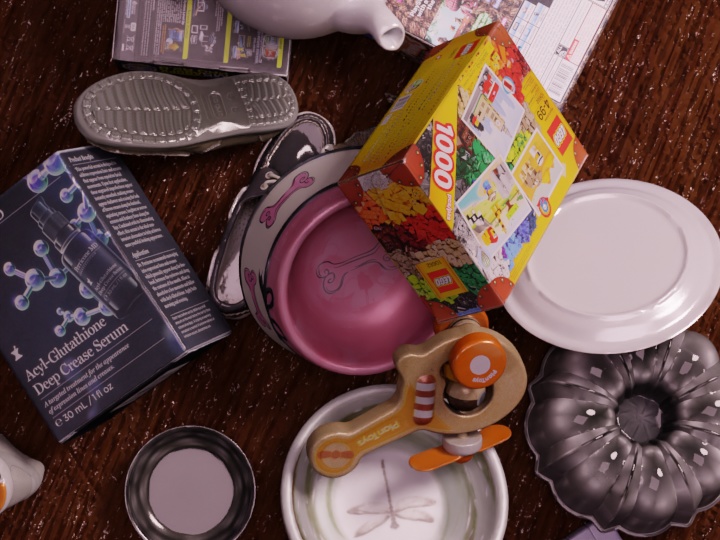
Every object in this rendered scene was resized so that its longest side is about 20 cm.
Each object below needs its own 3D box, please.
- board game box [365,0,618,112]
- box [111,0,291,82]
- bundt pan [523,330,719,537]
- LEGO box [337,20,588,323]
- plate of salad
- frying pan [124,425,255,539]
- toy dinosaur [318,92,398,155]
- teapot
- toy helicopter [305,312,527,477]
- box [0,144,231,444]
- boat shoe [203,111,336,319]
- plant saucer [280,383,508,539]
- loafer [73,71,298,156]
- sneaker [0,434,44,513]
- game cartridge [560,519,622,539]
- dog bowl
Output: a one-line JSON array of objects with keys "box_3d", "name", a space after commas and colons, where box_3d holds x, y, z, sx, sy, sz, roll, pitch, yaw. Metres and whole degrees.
[{"box_3d": [0.118, -0.245, 1.519, 0.199, 0.097, 0.160, 28, 85, 0], "name": "board game box"}, {"box_3d": [-0.134, -0.274, 1.539, 0.159, 0.044, 0.202, 5, 86, -3], "name": "box"}, {"box_3d": [0.245, 0.127, 1.491, 0.200, 0.076, 0.204, 1, 76, -3], "name": "bundt pan"}, {"box_3d": [0.088, -0.082, 1.403, 0.149, 0.077, 0.200, 53, 46, -21], "name": "LEGO box"}, {"box_3d": [0.215, -0.001, 1.496, 0.198, 0.048, 0.201, -5, 49, 6], "name": "plate of salad"}, {"box_3d": [-0.122, 0.220, 1.504, 0.190, 0.031, 0.115, 44, 85, -2], "name": "frying pan"}, {"box_3d": [0.049, -0.095, 1.526, 0.199, 0.077, 0.103, 16, 99, -20], "name": "toy dinosaur"}, {"box_3d": [-0.048, -0.289, 1.385, 0.198, 0.146, 0.199, 14, 87, -8], "name": "teapot"}, {"box_3d": [0.049, 0.123, 1.451, 0.199, 0.079, 0.133, -27, 119, 2], "name": "toy helicopter"}, {"box_3d": [-0.233, 0.016, 1.457, 0.148, 0.107, 0.201, -35, 86, 18], "name": "box"}, {"box_3d": [-0.080, -0.051, 1.513, 0.074, 0.060, 0.201, 30, 85, 0], "name": "boat shoe"}, {"box_3d": [0.027, 0.200, 1.488, 0.198, 0.050, 0.202, 3, 68, -8], "name": "plant saucer"}, {"box_3d": [-0.153, -0.126, 1.488, 0.198, 0.070, 0.076, -3, 67, -24], "name": "loafer"}, {"box_3d": [-0.363, 0.157, 1.485, 0.199, 0.092, 0.076, 26, 102, 23], "name": "sneaker"}, {"box_3d": [0.219, 0.330, 1.509, 0.129, 0.038, 0.201, -32, 87, 0], "name": "game cartridge"}, {"box_3d": [0.000, 0.000, 1.462, 0.198, 0.074, 0.202, -6, 112, -15], "name": "dog bowl"}]
